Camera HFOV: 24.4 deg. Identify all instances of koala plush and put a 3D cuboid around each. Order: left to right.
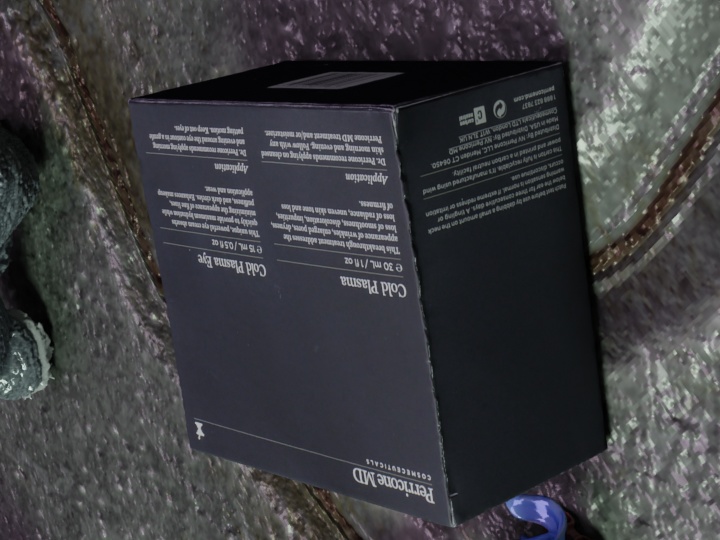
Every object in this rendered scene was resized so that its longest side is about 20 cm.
[{"bbox_3d":[-0.283,0.011,1.085,0.183,0.177,0.201,4,105,39],"label":"koala plush"}]

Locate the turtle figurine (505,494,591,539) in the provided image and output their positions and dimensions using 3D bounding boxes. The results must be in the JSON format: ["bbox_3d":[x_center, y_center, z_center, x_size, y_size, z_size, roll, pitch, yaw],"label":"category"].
[{"bbox_3d":[0.023,0.204,0.786,0.194,0.144,0.200,119,166,-65],"label":"turtle figurine"}]

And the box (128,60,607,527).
[{"bbox_3d":[0.000,0.000,0.778,0.200,0.104,0.183,9,112,49],"label":"box"}]
